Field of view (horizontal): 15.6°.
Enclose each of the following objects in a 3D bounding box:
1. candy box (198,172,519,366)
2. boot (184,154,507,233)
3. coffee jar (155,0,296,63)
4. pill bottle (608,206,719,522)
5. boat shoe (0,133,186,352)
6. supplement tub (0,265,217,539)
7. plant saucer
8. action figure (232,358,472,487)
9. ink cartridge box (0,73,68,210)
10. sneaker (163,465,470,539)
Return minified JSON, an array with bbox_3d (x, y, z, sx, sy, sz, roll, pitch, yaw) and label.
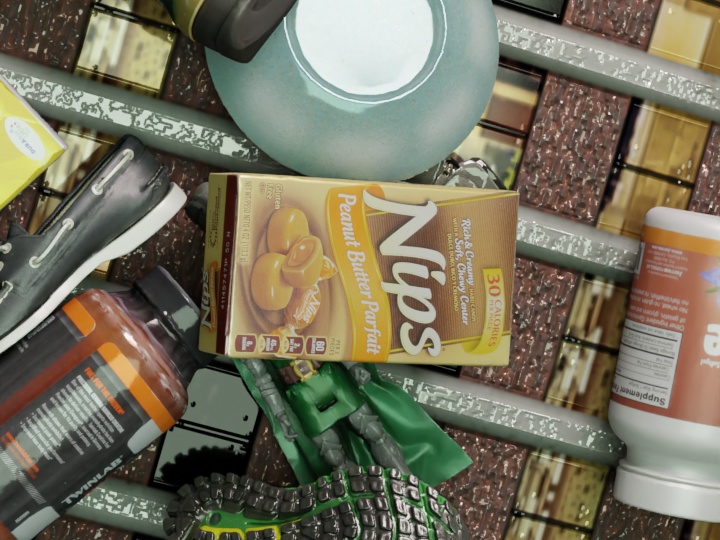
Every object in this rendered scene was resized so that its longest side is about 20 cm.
[{"bbox_3d":[0.000,0.000,1.686,0.200,0.055,0.116,3,93,-24],"label":"candy box"},{"bbox_3d":[-0.009,-0.049,1.747,0.200,0.068,0.131,25,83,-19],"label":"boot"},{"bbox_3d":[-0.124,-0.222,1.656,0.200,0.085,0.104,35,87,6],"label":"coffee jar"},{"bbox_3d":[0.230,0.064,1.779,0.112,0.112,0.200,9,94,-13],"label":"pill bottle"},{"bbox_3d":[-0.205,-0.008,1.699,0.200,0.076,0.060,-42,103,-18],"label":"boat shoe"},{"bbox_3d":[-0.185,0.085,1.692,0.200,0.107,0.107,-38,102,-6],"label":"supplement tub"},{"bbox_3d":[-0.001,-0.157,1.716,0.201,0.039,0.201,3,78,-13],"label":"plant saucer"},{"bbox_3d":[-0.027,0.082,1.757,0.118,0.055,0.200,-35,98,-4],"label":"action figure"},{"bbox_3d":[-0.326,-0.084,1.677,0.200,0.047,0.198,-44,104,-7],"label":"ink cartridge box"},{"bbox_3d":[-0.023,0.174,1.727,0.200,0.085,0.078,3,65,17],"label":"sneaker"}]
